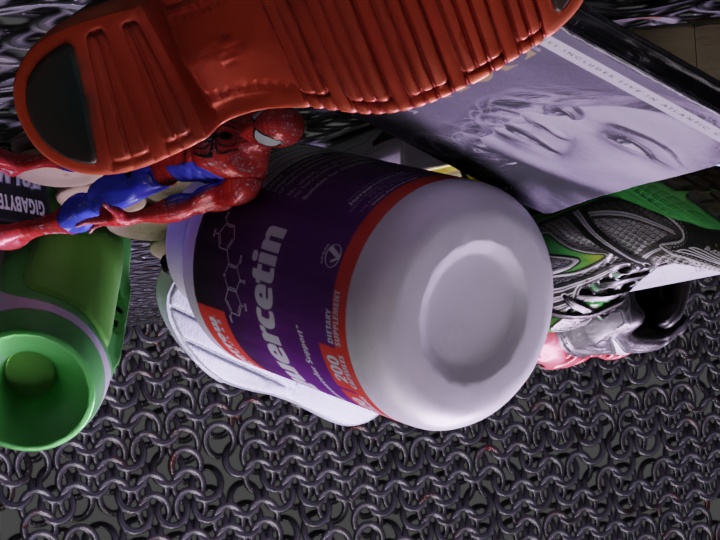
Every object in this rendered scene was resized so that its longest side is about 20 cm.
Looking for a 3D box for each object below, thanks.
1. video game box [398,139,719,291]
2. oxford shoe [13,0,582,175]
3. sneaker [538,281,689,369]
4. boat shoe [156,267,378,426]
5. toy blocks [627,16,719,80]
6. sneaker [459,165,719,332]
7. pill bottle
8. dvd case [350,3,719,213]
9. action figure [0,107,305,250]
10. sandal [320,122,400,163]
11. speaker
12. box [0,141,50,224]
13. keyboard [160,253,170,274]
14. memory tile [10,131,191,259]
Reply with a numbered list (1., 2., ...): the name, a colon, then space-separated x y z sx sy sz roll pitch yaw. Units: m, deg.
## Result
1. video game box: 0.135 -0.045 1.102 0.198 0.047 0.182 -11 153 11
2. oxford shoe: -0.019 -0.091 0.685 0.198 0.072 0.073 -11 -156 16
3. sneaker: 0.169 0.017 1.263 0.097 0.072 0.200 -13 177 29
4. boat shoe: -0.057 0.035 1.224 0.200 0.072 0.062 37 -172 -45
5. toy blocks: 0.195 -0.088 0.893 0.198 0.101 0.137 -5 -173 7
6. sneaker: 0.119 -0.012 0.948 0.077 0.086 0.199 5 180 -33
7. pill bottle: -0.009 0.001 0.965 0.112 0.114 0.199 -4 -168 -37
8. dvd case: 0.056 -0.071 0.814 0.148 0.016 0.200 27 166 -15
9. action figure: -0.106 -0.051 0.965 0.199 0.066 0.052 -11 165 34
10. sandal: 0.000 -0.052 1.194 0.079 0.060 0.206 25 146 -32
11. speaker: -0.174 0.017 1.133 0.087 0.089 0.200 -7 -154 2
12. box: -0.287 -0.034 1.044 0.197 0.050 0.200 -10 176 14
13. keyboard: 0.000 0.000 1.096 0.198 0.040 0.104 17 -164 17
14. memory tile: -0.084 -0.043 1.108 0.152 0.017 0.200 -7 162 23
